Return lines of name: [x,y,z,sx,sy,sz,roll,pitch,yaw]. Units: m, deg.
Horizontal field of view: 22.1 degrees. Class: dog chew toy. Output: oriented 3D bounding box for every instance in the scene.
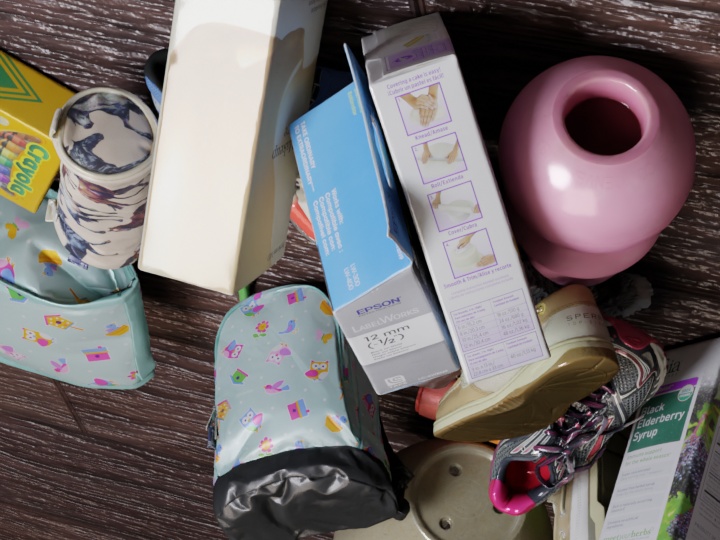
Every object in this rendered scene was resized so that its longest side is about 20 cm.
dog chew toy: [0.147,-0.053,1.195,0.124,0.125,0.200,19,158,8]

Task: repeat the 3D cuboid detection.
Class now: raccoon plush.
raccoon plush: [0.102,-0.020,1.343,0.199,0.134,0.097,5,146,-36]

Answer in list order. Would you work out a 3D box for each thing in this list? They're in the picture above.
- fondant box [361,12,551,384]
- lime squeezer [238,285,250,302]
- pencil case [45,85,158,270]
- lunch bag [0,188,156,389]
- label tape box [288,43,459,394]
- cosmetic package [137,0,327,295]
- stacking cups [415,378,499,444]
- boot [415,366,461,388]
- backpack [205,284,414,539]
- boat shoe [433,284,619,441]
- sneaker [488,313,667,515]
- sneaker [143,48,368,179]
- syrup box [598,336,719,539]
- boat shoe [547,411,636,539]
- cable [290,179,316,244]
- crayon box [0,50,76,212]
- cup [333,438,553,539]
fondant box: [0.058,-0.049,1.156,0.058,0.144,0.201,-19,108,4]
lime squeezer: [-0.124,-0.022,1.505,0.070,0.038,0.200,0,143,35]
pencil case: [-0.193,-0.067,1.383,0.089,0.078,0.200,1,160,-8]
lunch bag: [-0.266,0.015,1.581,0.199,0.122,0.171,23,150,12]
label tape box: [0.002,-0.028,1.177,0.066,0.144,0.200,-18,151,7]
cosmetic package: [-0.081,-0.097,1.195,0.071,0.105,0.201,15,112,14]
stacking cups: [0.145,0.129,1.545,0.199,0.061,0.061,21,150,13]
boot: [0.101,0.069,1.464,0.186,0.064,0.200,43,144,-7]
backpack: [-0.049,0.114,1.514,0.166,0.201,0.127,-10,143,7]
boat shoe: [0.113,0.069,1.289,0.074,0.067,0.200,8,155,-28]
sneaker: [0.158,0.109,1.345,0.080,0.075,0.200,30,134,2]
sneaker: [-0.070,-0.120,1.273,0.199,0.079,0.089,5,147,30]
syrup box: [0.245,0.154,1.363,0.081,0.201,0.079,37,147,-25]
boat shoe: [0.179,0.175,1.436,0.068,0.200,0.075,-31,122,34]
cable: [0.000,0.000,1.398,0.097,0.050,0.200,-11,114,49]
crayon box: [-0.293,-0.121,1.454,0.200,0.052,0.126,29,150,-9]
cup: [0.082,0.222,1.583,0.200,0.201,0.143,21,150,5]
